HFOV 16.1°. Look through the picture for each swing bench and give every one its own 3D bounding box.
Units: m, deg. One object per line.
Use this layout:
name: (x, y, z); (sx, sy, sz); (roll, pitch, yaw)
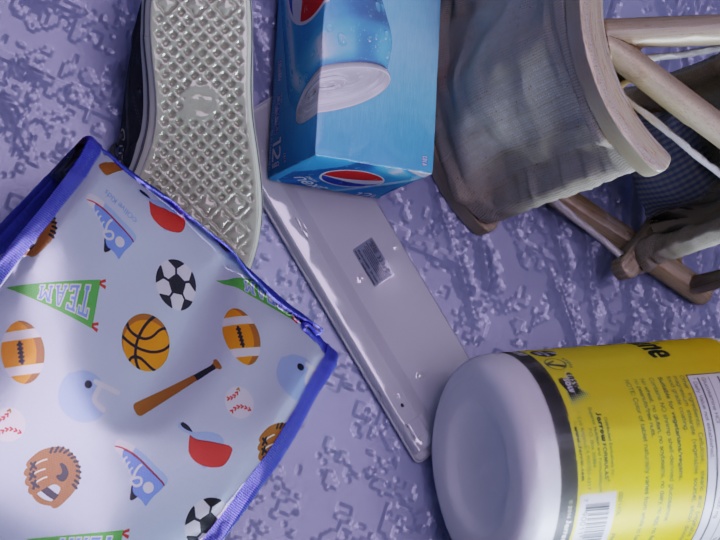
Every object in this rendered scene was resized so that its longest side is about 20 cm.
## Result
swing bench: (0.145, -0.077, 1.276); (0.199, 0.199, 0.131); (15, 77, -19)

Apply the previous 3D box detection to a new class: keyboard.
keyboard: (0.000, 0.000, 1.311); (0.056, 0.011, 0.201); (-33, 96, -28)

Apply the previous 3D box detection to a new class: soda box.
soda box: (-0.001, -0.144, 1.295); (0.067, 0.064, 0.202); (8, 77, -24)

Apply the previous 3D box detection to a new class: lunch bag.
lunch bag: (-0.128, 0.063, 1.188); (0.170, 0.124, 0.200); (40, 79, -14)

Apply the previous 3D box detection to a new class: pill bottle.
pill bottle: (0.146, 0.093, 1.299); (0.198, 0.112, 0.113); (-3, 84, -26)

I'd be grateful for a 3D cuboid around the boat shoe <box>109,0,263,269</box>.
boat shoe: (-0.086, -0.059, 1.255); (0.074, 0.062, 0.202); (2, 97, -10)
